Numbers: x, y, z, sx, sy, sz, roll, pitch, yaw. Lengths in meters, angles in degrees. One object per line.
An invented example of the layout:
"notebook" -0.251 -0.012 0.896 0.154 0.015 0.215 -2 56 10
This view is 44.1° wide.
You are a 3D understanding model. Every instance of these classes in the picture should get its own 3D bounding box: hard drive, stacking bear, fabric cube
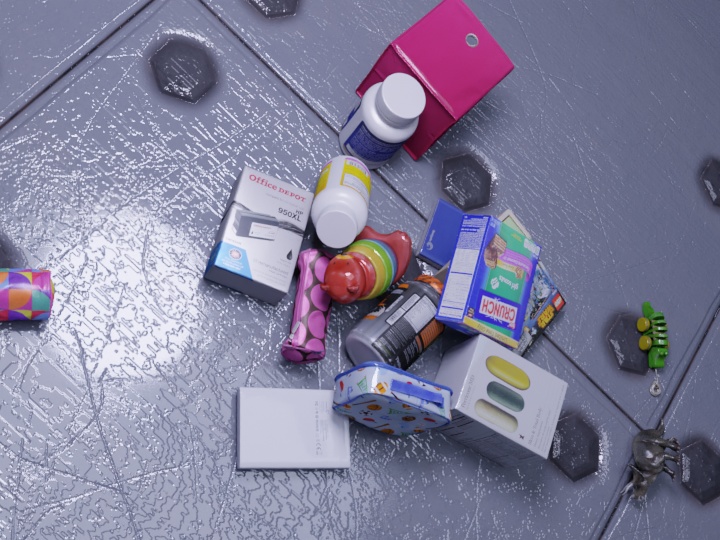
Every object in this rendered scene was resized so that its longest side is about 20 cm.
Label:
"hard drive" 0.218 -0.042 1.790 0.197 0.025 0.134 28 65 -13
"stacking bear" 0.000 0.000 1.589 0.199 0.119 0.116 -30 125 -61
"fabric cube" 0.145 -0.384 1.772 0.197 0.200 0.199 49 63 -2
"hard drive" -0.115 0.274 1.540 0.196 0.025 0.135 5 71 -21

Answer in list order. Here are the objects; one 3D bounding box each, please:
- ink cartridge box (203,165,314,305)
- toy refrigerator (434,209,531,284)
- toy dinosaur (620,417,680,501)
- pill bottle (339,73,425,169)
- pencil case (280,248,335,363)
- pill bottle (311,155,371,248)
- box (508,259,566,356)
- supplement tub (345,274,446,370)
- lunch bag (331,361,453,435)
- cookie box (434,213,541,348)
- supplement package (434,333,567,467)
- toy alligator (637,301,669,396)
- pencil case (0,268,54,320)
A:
"ink cartridge box" -0.180 -0.063 1.597 0.142 0.084 0.204 21 66 -16
"toy refrigerator" 0.242 -0.028 1.742 0.199 0.070 0.076 -41 91 -28
"toy dinosaur" 0.585 0.361 1.783 0.100 0.078 0.202 9 51 15
"pill bottle" 0.044 -0.287 1.697 0.117 0.200 0.122 7 71 -20
"pencil case" -0.092 0.060 1.586 0.093 0.089 0.204 31 56 -46
"pill bottle" -0.035 -0.122 1.616 0.103 0.105 0.201 28 30 -12
"box" 0.314 0.076 1.767 0.200 0.040 0.138 -43 107 -28
"supplement tub" 0.076 0.104 1.629 0.199 0.122 0.123 -41 91 -28
"lunch bag" 0.060 0.221 1.530 0.197 0.160 0.077 21 59 -25
"cookie box" 0.238 0.022 1.636 0.170 0.074 0.204 25 77 -41
"supplement package" 0.246 0.243 1.639 0.198 0.151 0.154 29 65 -11
"toy alligator" 0.629 0.160 1.881 0.058 0.054 0.204 6 71 -20
"pencil case" -0.585 0.039 1.398 0.196 0.088 0.090 0 73 -20
